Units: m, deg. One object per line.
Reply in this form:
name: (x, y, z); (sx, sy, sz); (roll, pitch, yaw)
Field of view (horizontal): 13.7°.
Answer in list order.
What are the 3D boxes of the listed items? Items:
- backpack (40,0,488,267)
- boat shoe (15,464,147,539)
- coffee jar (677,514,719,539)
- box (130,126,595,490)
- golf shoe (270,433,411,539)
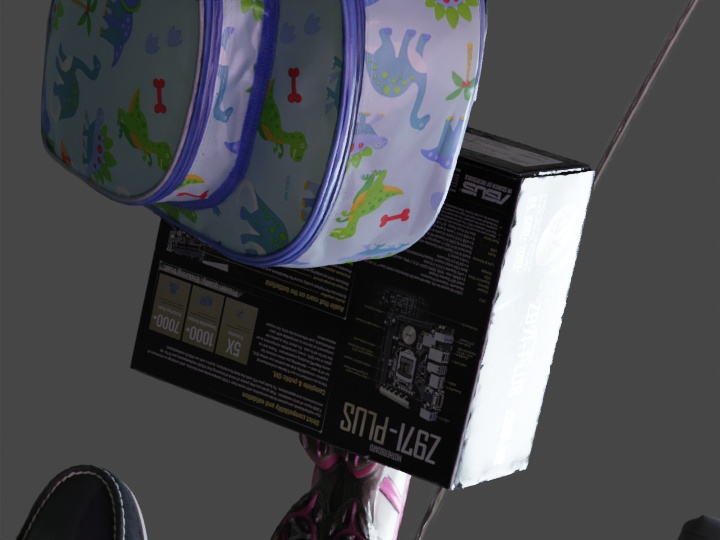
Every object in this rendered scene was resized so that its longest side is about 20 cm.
backpack: (-0.050, -0.094, 1.377); (0.147, 0.200, 0.184); (-2, 111, -40)
boat shoe: (-0.148, 0.171, 1.450); (0.060, 0.075, 0.201); (79, 14, -52)
coffee jar: (0.261, 0.292, 2.312); (0.104, 0.085, 0.201); (33, 77, -59)
box: (0.000, 0.000, 1.526); (0.086, 0.199, 0.165); (-8, 113, -60)
golf shoe: (-0.002, 0.140, 1.748); (0.092, 0.072, 0.201); (0, 106, -63)
